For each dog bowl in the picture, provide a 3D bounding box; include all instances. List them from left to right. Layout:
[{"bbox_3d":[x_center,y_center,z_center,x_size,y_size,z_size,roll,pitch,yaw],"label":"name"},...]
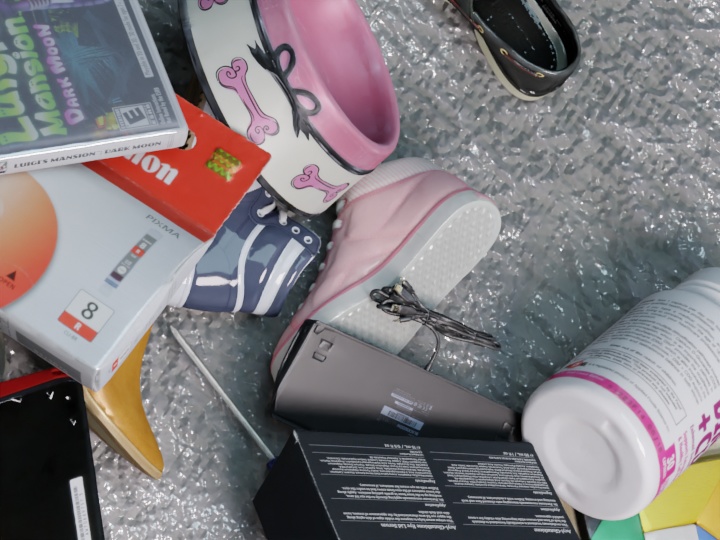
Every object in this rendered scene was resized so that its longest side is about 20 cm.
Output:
[{"bbox_3d":[-0.043,-0.142,1.579,0.200,0.074,0.200,52,23,-33],"label":"dog bowl"}]

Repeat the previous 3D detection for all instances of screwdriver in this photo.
[{"bbox_3d":[-0.073,0.120,1.584,0.200,0.028,0.029,50,36,-6],"label":"screwdriver"}]

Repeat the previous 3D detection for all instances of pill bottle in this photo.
[{"bbox_3d":[0.217,0.084,1.652,0.200,0.113,0.113,-36,91,-39],"label":"pill bottle"}]

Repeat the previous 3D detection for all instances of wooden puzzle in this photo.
[{"bbox_3d":[0.229,0.210,1.677,0.200,0.037,0.185,-7,78,-24],"label":"wooden puzzle"}]

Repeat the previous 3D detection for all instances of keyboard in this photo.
[{"bbox_3d":[0.038,0.079,1.602,0.200,0.021,0.127,26,98,-29],"label":"keyboard"}]

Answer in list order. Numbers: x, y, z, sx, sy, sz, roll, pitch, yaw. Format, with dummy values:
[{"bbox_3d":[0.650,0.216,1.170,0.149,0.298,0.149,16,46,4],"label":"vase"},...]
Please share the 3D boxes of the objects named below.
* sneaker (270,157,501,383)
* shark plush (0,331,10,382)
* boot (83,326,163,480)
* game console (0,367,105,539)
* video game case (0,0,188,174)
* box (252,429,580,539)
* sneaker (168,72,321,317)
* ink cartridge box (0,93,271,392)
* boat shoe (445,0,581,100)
[{"bbox_3d":[0.000,0.000,1.631,0.200,0.105,0.075,-44,137,-1],"label":"sneaker"},{"bbox_3d":[-0.281,0.056,1.502,0.083,0.091,0.200,9,75,13],"label":"shark plush"},{"bbox_3d":[-0.151,0.028,1.525,0.144,0.071,0.201,-44,115,-17],"label":"boot"},{"bbox_3d":[-0.248,0.174,1.452,0.177,0.031,0.200,-18,115,-29],"label":"game console"},{"bbox_3d":[-0.227,-0.150,1.477,0.182,0.023,0.200,-11,59,-22],"label":"video game case"},{"bbox_3d":[0.046,0.187,1.538,0.200,0.079,0.141,6,39,-32],"label":"box"},{"bbox_3d":[-0.078,-0.063,1.609,0.108,0.070,0.200,13,78,-13],"label":"sneaker"},{"bbox_3d":[-0.173,-0.046,1.448,0.162,0.050,0.200,33,72,8],"label":"ink cartridge box"},{"bbox_3d":[0.093,-0.221,1.729,0.074,0.063,0.201,-38,90,-23],"label":"boat shoe"}]
